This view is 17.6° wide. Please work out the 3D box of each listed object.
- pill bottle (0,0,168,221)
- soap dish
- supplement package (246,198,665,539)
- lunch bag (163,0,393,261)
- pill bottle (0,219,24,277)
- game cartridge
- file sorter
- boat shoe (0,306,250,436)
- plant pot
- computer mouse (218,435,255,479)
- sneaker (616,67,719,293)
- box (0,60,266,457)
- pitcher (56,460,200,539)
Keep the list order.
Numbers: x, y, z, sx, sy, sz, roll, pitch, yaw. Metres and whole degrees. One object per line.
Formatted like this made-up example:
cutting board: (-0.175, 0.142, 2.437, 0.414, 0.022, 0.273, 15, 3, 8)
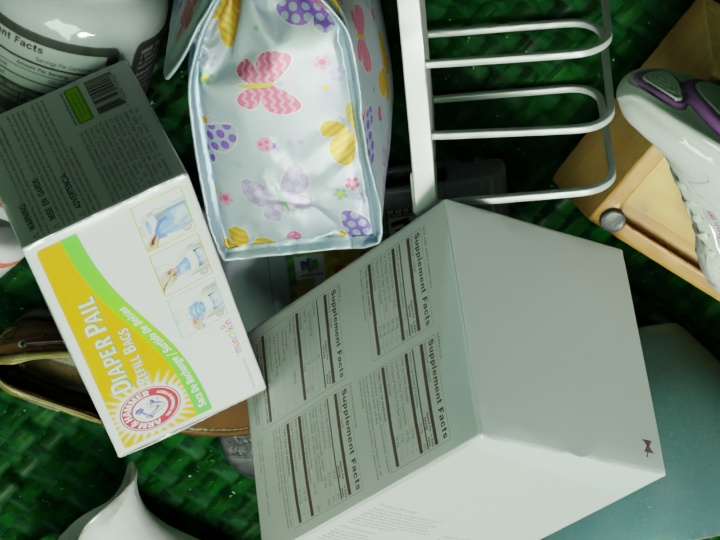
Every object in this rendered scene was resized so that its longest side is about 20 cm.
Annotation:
pill bottle: (-0.179, -0.136, 1.396, 0.115, 0.116, 0.201, 16, 123, -5)
soap dish: (0.242, -0.053, 1.433, 0.199, 0.081, 0.158, 30, 121, -15)
supplement package: (0.051, 0.080, 1.398, 0.151, 0.152, 0.200, 14, 146, -37)
lunch bag: (-0.048, -0.136, 1.352, 0.126, 0.170, 0.201, -3, 126, 4)
pill bottle: (-0.311, -0.003, 1.498, 0.200, 0.113, 0.112, -36, 114, 24)
game cartridge: (0.000, 0.000, 1.500, 0.198, 0.041, 0.134, -8, 125, 0)
file sorter: (0.083, -0.152, 1.350, 0.123, 0.139, 0.201, -3, 123, 4)
boat shoe: (-0.150, 0.080, 1.539, 0.198, 0.068, 0.072, 9, 113, 12)
plant pot: (0.172, 0.108, 1.500, 0.199, 0.200, 0.136, -10, 85, 12)
computer mouse: (-0.064, 0.053, 1.565, 0.058, 0.034, 0.201, 5, 117, -3)
sneaker: (0.215, -0.037, 1.351, 0.200, 0.075, 0.100, 37, 118, -18)
box: (-0.140, -0.003, 1.371, 0.101, 0.113, 0.201, -25, 139, -7)
pitcher: (-0.145, 0.250, 1.659, 0.200, 0.121, 0.171, 46, 137, -11)
